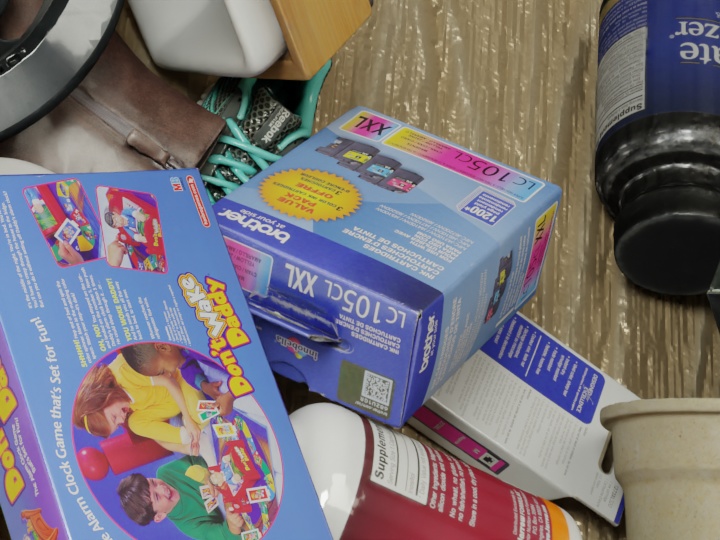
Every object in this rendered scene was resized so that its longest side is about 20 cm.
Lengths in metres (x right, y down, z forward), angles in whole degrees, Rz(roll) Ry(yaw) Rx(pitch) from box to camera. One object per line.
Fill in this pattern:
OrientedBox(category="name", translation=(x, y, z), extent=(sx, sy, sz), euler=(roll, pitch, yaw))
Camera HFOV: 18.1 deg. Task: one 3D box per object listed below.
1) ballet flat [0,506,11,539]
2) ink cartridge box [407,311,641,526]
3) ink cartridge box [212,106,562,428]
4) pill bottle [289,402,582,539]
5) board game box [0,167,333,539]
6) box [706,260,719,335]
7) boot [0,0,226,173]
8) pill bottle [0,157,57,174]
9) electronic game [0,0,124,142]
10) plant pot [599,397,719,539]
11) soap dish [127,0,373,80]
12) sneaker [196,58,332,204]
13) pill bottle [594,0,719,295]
OrientedBox(category="ballet flat", translation=(-0.098, 0.146, 1.054), extent=(0.199, 0.068, 0.072), euler=(26, 21, 11))
OrientedBox(category="ink cartridge box", translation=(0.072, 0.063, 1.290), extent=(0.199, 0.037, 0.095), euler=(34, 48, -9))
OrientedBox(category="ink cartridge box", translation=(0.000, 0.000, 1.176), extent=(0.136, 0.077, 0.200), euler=(23, 35, 20))
OrientedBox(category="pill bottle", translation=(0.004, 0.137, 1.143), extent=(0.199, 0.113, 0.114), euler=(25, 51, -18))
OrientedBox(category="board game box", translation=(-0.106, 0.052, 1.013), extent=(0.134, 0.045, 0.201), euler=(-3, 63, -39))
OrientedBox(category="box", translation=(0.276, 0.019, 1.379), extent=(0.194, 0.047, 0.201), euler=(64, 37, -34))
OrientedBox(category="boot", translation=(-0.145, -0.112, 1.208), extent=(0.166, 0.072, 0.201), euler=(26, 63, 3))
OrientedBox(category="pill bottle", translation=(-0.197, 0.048, 1.063), extent=(0.112, 0.112, 0.200), euler=(38, 47, -7))
OrientedBox(category="electronic game", translation=(-0.215, -0.147, 1.157), extent=(0.198, 0.042, 0.201), euler=(-4, 66, 10))
OrientedBox(category="plant pot", translation=(0.221, 0.175, 1.216), extent=(0.199, 0.200, 0.185), euler=(11, 79, -28))
OrientedBox(category="soap dish", translation=(-0.075, -0.183, 1.205), extent=(0.081, 0.200, 0.158), euler=(-25, 105, -18))
OrientedBox(category="sneaker", translation=(-0.072, -0.060, 1.230), extent=(0.077, 0.091, 0.201), euler=(32, 49, -12))
OrientedBox(category="pill bottle", translation=(0.203, -0.090, 1.423), extent=(0.111, 0.112, 0.201), euler=(21, 52, -22))
